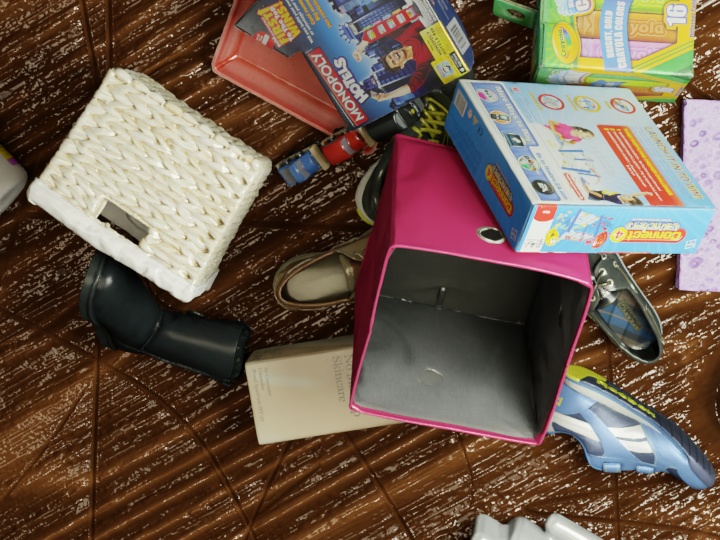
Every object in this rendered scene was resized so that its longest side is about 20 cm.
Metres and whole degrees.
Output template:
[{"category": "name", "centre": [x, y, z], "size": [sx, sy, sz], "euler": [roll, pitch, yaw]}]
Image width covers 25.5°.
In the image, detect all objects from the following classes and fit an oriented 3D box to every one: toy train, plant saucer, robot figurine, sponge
[{"category": "toy train", "centre": [-0.015, -0.130, 1.649], "size": [0.199, 0.046, 0.034], "euler": [-24, 113, 38]}, {"category": "plant saucer", "centre": [-0.035, -0.248, 1.641], "size": [0.198, 0.037, 0.201], "euler": [28, 124, 4]}, {"category": "robot figurine", "centre": [0.194, 0.343, 1.707], "size": [0.198, 0.113, 0.171], "euler": [30, 109, -1]}, {"category": "sponge", "centre": [0.391, -0.078, 1.675], "size": [0.110, 0.030, 0.203], "euler": [1, 98, 4]}]

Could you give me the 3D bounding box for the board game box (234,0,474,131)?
[{"category": "board game box", "centre": [-0.014, -0.251, 1.573], "size": [0.198, 0.062, 0.201], "euler": [-23, 108, 31]}]

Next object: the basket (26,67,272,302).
[{"category": "basket", "centre": [-0.206, -0.091, 1.635], "size": [0.197, 0.200, 0.162], "euler": [33, 94, -2]}]

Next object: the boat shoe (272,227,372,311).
[{"category": "boat shoe", "centre": [0.000, 0.000, 1.692], "size": [0.198, 0.072, 0.077], "euler": [-22, 96, 7]}]

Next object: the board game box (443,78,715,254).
[{"category": "board game box", "centre": [0.204, -0.099, 1.505], "size": [0.193, 0.201, 0.056], "euler": [1, 130, -22]}]

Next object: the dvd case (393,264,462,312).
[{"category": "dvd case", "centre": [0.125, 0.016, 1.673], "size": [0.141, 0.018, 0.201], "euler": [-25, 118, 11]}]

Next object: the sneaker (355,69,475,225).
[{"category": "sneaker", "centre": [0.066, -0.131, 1.654], "size": [0.074, 0.085, 0.202], "euler": [27, 94, -11]}]

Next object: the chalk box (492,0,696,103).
[{"category": "chalk box", "centre": [0.231, -0.247, 1.604], "size": [0.197, 0.125, 0.126], "euler": [4, 85, 4]}]

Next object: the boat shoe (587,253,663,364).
[{"category": "boat shoe", "centre": [0.255, 0.017, 1.657], "size": [0.068, 0.057, 0.200], "euler": [-38, 112, 14]}]

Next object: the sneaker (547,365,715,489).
[{"category": "sneaker", "centre": [0.286, 0.182, 1.701], "size": [0.199, 0.074, 0.083], "euler": [32, 101, 6]}]

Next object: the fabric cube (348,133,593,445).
[{"category": "fabric cube", "centre": [0.103, 0.016, 1.538], "size": [0.193, 0.200, 0.202], "euler": [11, 124, -5]}]

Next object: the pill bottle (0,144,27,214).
[{"category": "pill bottle", "centre": [-0.456, -0.135, 1.689], "size": [0.104, 0.104, 0.200], "euler": [-44, 93, 9]}]

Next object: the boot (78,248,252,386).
[{"category": "boot", "centre": [-0.197, 0.050, 1.659], "size": [0.166, 0.201, 0.077], "euler": [15, 68, 6]}]

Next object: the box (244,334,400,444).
[{"category": "box", "centre": [-0.017, 0.121, 1.708], "size": [0.197, 0.078, 0.096], "euler": [-10, 97, 6]}]
